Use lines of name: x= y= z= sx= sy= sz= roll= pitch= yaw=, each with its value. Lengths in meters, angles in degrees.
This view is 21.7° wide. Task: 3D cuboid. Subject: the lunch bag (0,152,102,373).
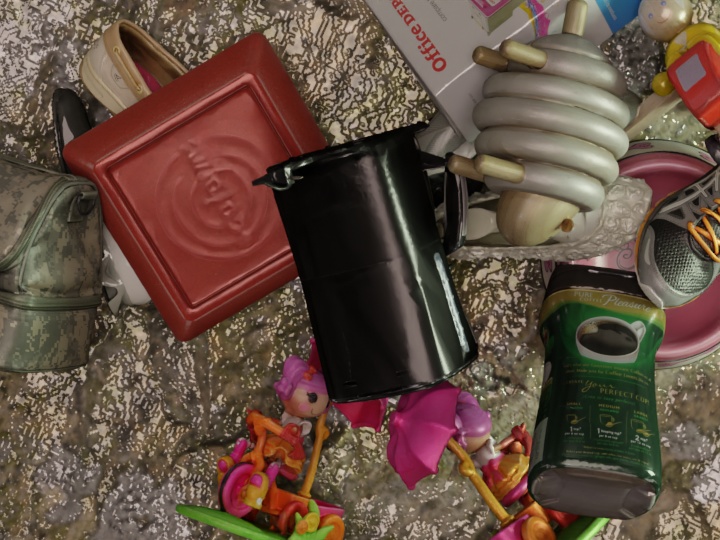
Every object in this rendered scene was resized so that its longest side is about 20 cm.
lunch bag: x=-0.317 y=-0.018 z=1.572 sx=0.198 sy=0.139 sz=0.169 roll=16 pitch=96 yaw=27

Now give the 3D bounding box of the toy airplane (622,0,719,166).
toy airplane: x=0.283 y=-0.176 z=1.526 sx=0.141 sy=0.199 sz=0.200 roll=47 pitch=68 yaw=-6

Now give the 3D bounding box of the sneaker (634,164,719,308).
sneaker: x=0.295 y=-0.048 z=1.504 sx=0.078 sy=0.077 sz=0.200 roll=48 pitch=69 yaw=-10

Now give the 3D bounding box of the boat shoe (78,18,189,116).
boat shoe: x=-0.151 y=-0.135 z=1.600 sx=0.200 sy=0.074 sz=0.069 roll=39 pitch=129 yaw=0

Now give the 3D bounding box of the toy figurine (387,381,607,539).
toy figurine: x=0.107 y=0.164 z=1.563 sx=0.184 sy=0.200 sz=0.150 roll=50 pitch=123 yaw=5

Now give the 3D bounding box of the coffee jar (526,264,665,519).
coffee jar: x=0.189 y=0.091 z=1.487 sx=0.103 sy=0.086 sz=0.202 roll=8 pitch=56 yaw=0

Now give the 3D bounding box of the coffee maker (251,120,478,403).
coffee maker: x=0.000 y=0.000 z=1.487 sx=0.191 sy=0.134 sz=0.202 roll=-20 pitch=97 yaw=-40

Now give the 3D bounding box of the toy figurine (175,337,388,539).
toy figurine: x=-0.052 y=0.142 z=1.585 sx=0.149 sy=0.199 sz=0.186 roll=13 pitch=80 yaw=40

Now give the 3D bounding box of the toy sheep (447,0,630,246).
toy sheep: x=0.147 y=-0.116 z=1.465 sx=0.137 sy=0.138 sz=0.202 roll=15 pitch=88 yaw=2

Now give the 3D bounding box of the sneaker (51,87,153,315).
sneaker: x=-0.206 y=-0.070 z=1.620 sx=0.088 sy=0.074 sz=0.202 roll=-18 pitch=103 yaw=3

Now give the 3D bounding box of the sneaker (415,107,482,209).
sneaker: x=0.081 y=-0.110 z=1.609 sx=0.199 sy=0.074 sz=0.080 roll=-35 pitch=61 yaw=10

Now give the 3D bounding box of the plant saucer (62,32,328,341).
plant saucer: x=-0.118 y=-0.064 z=1.570 sx=0.199 sy=0.037 sz=0.201 roll=-29 pitch=105 yaw=5

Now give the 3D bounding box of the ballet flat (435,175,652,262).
ballet flat: x=0.141 y=-0.039 z=1.547 sx=0.198 sy=0.072 sz=0.073 roll=-9 pitch=94 yaw=26

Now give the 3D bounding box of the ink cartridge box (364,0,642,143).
ink cartridge box: x=0.119 y=-0.227 z=1.553 sx=0.199 sy=0.085 sz=0.145 roll=-38 pitch=54 yaw=6

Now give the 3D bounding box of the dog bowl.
dog bowl: x=0.254 y=-0.012 z=1.598 sx=0.198 sy=0.074 sz=0.202 roll=0 pitch=93 yaw=3
